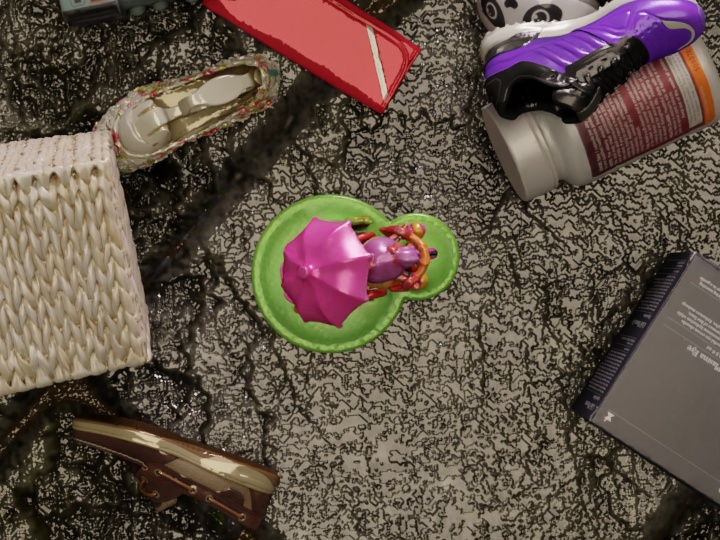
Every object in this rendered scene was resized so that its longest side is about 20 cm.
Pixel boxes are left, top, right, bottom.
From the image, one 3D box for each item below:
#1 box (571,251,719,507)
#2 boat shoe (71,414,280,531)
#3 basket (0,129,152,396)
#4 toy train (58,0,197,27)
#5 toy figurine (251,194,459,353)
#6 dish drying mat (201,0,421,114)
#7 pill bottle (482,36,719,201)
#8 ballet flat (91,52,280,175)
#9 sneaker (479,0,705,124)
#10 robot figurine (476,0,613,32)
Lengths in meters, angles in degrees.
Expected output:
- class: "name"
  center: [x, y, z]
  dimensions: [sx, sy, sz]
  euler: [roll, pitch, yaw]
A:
- class: "box"
  center: [0.330, 0.111, 1.498]
  dimensions: [0.200, 0.104, 0.182]
  euler: [33, 88, -2]
- class: "boat shoe"
  center: [-0.178, 0.189, 1.500]
  dimensions: [0.199, 0.072, 0.072]
  euler: [20, 89, -8]
- class: "basket"
  center: [-0.279, -0.014, 1.416]
  dimensions: [0.160, 0.198, 0.201]
  euler: [-12, 104, -6]
- class: "toy train"
  center: [-0.199, -0.293, 1.486]
  dimensions: [0.199, 0.085, 0.114]
  euler: [-11, 97, 1]
- class: "toy figurine"
  center: [0.000, 0.000, 1.445]
  dimensions: [0.199, 0.184, 0.151]
  euler: [-10, 91, -3]
- class: "dish drying mat"
  center: [-0.045, -0.230, 1.523]
  dimensions: [0.200, 0.018, 0.077]
  euler: [32, 90, -2]
- class: "pill bottle"
  center: [0.221, -0.148, 1.486]
  dimensions: [0.199, 0.114, 0.115]
  euler: [-25, 92, -2]
- class: "ballet flat"
  center: [-0.167, -0.150, 1.497]
  dimensions: [0.199, 0.064, 0.076]
  euler: [-27, 92, -1]
- class: "sneaker"
  center: [0.202, -0.173, 1.396]
  dimensions: [0.199, 0.070, 0.100]
  euler: [-13, 52, 19]
- class: "robot figurine"
  center: [0.175, -0.296, 1.476]
  dimensions: [0.124, 0.150, 0.201]
  euler: [14, 90, -15]
